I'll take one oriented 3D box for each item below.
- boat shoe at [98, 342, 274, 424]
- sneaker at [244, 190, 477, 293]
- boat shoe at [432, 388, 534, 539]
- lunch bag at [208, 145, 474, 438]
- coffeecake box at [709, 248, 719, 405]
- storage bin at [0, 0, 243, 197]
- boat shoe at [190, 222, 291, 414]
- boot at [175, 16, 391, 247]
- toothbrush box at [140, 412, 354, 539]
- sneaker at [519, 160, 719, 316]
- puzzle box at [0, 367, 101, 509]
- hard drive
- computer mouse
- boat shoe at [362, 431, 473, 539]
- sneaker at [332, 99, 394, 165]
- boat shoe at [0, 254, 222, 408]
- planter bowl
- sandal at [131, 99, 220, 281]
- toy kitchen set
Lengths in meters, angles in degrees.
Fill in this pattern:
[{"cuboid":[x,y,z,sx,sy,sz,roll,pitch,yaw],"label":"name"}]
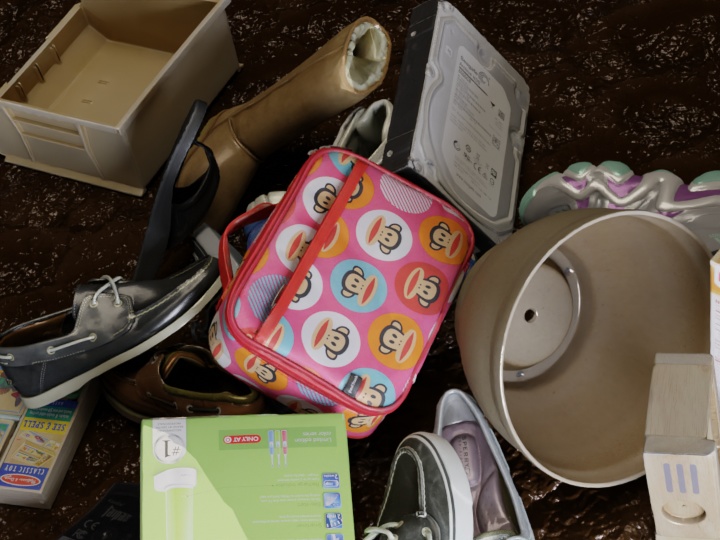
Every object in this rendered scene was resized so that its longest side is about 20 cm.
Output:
[{"cuboid":[-0.137,0.088,1.173,0.200,0.068,0.072,19,39,39],"label":"boat shoe"},{"cuboid":[0.000,0.000,1.224,0.200,0.079,0.089,9,64,-7],"label":"sneaker"},{"cuboid":[0.084,0.179,1.062,0.074,0.065,0.202,-10,48,4],"label":"boat shoe"},{"cuboid":[-0.023,0.008,1.124,0.176,0.082,0.200,30,58,-3],"label":"lunch bag"},{"cuboid":[0.317,0.025,1.056,0.073,0.200,0.154,28,59,32],"label":"coffeecake box"},{"cuboid":[-0.250,-0.190,1.453,0.198,0.094,0.200,15,54,24],"label":"storage bin"},{"cuboid":[-0.101,0.043,1.226,0.068,0.074,0.199,-39,59,4],"label":"boat shoe"},{"cuboid":[-0.074,-0.123,1.304,0.200,0.066,0.175,-26,36,37],"label":"boot"},{"cuboid":[-0.077,0.205,1.022,0.145,0.086,0.200,-2,56,-6],"label":"toothbrush box"},{"cuboid":[0.225,-0.017,1.199,0.200,0.078,0.140,-1,47,12],"label":"sneaker"},{"cuboid":[-0.324,0.125,1.231,0.200,0.025,0.133,4,50,16],"label":"puzzle box"},{"cuboid":[0.086,-0.121,1.277,0.038,0.140,0.200,-21,42,36],"label":"hard drive"},{"cuboid":[-0.144,0.200,1.112,0.140,0.046,0.200,9,39,26],"label":"computer mouse"},{"cuboid":[0.034,0.197,1.012,0.064,0.071,0.200,20,50,-30],"label":"boat shoe"},{"cuboid":[0.048,-0.112,1.301,0.074,0.116,0.200,22,55,31],"label":"sneaker"},{"cuboid":[-0.198,0.037,1.183,0.200,0.068,0.072,-27,18,7],"label":"boat shoe"},{"cuboid":[0.153,0.043,1.102,0.200,0.200,0.135,-33,25,-17],"label":"planter bowl"},{"cuboid":[-0.152,-0.050,1.261,0.048,0.201,0.075,17,21,-8],"label":"sandal"},{"cuboid":[0.286,0.173,0.942,0.200,0.181,0.163,0,49,19],"label":"toy kitchen set"}]
